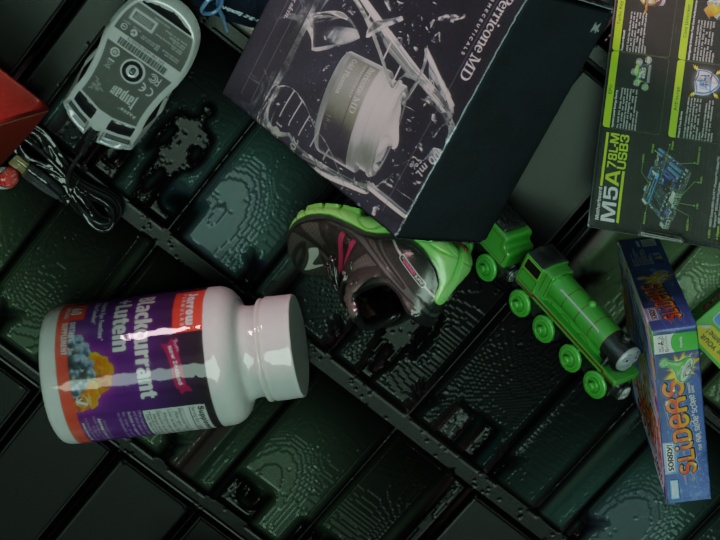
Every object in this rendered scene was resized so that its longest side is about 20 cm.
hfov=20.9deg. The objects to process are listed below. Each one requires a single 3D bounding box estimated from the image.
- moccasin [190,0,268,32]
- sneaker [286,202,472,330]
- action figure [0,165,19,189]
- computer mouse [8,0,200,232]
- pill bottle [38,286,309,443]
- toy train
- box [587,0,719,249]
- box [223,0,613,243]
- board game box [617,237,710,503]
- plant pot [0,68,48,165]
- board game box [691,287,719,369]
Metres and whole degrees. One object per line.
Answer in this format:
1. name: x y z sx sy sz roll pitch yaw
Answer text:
1. moccasin: -0.122 -0.229 1.458 0.199 0.068 0.081 22 99 -5
2. sneaker: 0.000 0.000 1.478 0.077 0.200 0.084 28 81 -32
3. action figure: -0.368 -0.065 1.554 0.199 0.052 0.066 -7 104 5
4. computer mouse: -0.187 -0.133 1.517 0.109 0.044 0.200 36 112 -7
5. pill bottle: -0.145 0.072 1.549 0.199 0.112 0.112 -8 109 7
6. toy train: 0.143 0.016 1.489 0.200 0.042 0.057 48 135 27
7. box: 0.273 -0.115 1.438 0.192 0.047 0.201 10 102 25
8. box: 0.038 -0.156 1.401 0.196 0.124 0.201 39 112 29
9. board game box: 0.228 0.070 1.471 0.034 0.200 0.136 -7 108 3
10. plant pot: -0.385 -0.098 1.441 0.199 0.200 0.177 37 107 3
11. board game box: 0.371 0.069 1.552 0.200 0.029 0.135 44 106 -11
